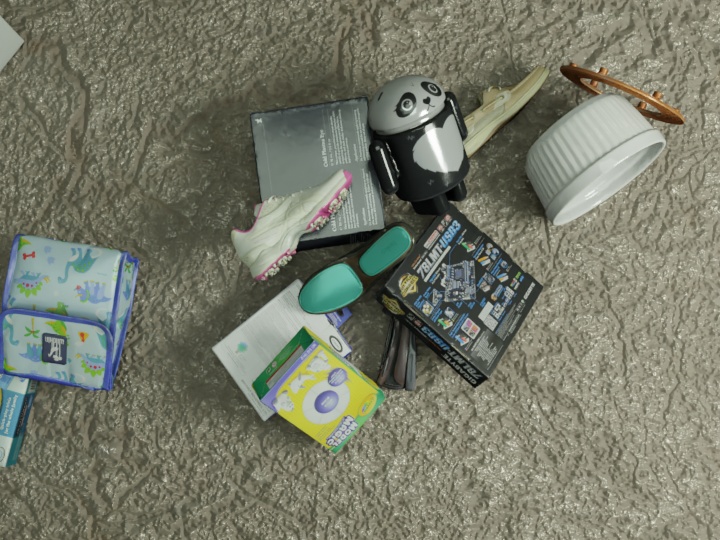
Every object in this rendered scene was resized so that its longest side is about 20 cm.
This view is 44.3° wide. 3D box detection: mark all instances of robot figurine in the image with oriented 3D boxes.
[{"bbox_3d":[0.087,-0.181,1.280,0.122,0.151,0.203,-15,114,18],"label":"robot figurine"}]

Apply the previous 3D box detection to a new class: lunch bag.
[{"bbox_3d":[-0.427,0.063,1.289,0.166,0.127,0.205,9,85,-2],"label":"lunch bag"}]

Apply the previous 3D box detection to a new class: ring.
[{"bbox_3d":[0.385,-0.262,1.299,0.197,0.200,0.020,25,98,1],"label":"ring"}]

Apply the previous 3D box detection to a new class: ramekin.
[{"bbox_3d":[0.334,-0.167,1.297,0.198,0.200,0.106,-32,75,-3],"label":"ramekin"}]

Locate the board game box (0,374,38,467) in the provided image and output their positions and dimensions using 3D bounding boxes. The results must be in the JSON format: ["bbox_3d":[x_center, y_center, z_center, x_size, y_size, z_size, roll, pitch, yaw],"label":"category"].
[{"bbox_3d":[-0.596,0.192,1.324,0.195,0.047,0.155,14,85,0],"label":"board game box"}]

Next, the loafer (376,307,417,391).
[{"bbox_3d":[0.056,0.078,1.332,0.061,0.072,0.206,1,88,3],"label":"loafer"}]

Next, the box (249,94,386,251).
[{"bbox_3d":[-0.063,-0.140,1.331,0.177,0.104,0.205,-7,85,-2],"label":"box"}]

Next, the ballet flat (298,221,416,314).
[{"bbox_3d":[0.000,0.000,1.281,0.198,0.068,0.069,-32,92,11],"label":"ballet flat"}]

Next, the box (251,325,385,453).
[{"bbox_3d":[-0.050,0.181,1.275,0.118,0.048,0.200,-47,129,2],"label":"box"}]

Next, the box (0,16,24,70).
[{"bbox_3d":[-0.614,-0.375,1.298,0.151,0.200,0.107,37,84,3],"label":"box"}]

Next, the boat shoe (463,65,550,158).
[{"bbox_3d":[0.206,-0.252,1.362,0.199,0.072,0.065,-43,88,2],"label":"boat shoe"}]

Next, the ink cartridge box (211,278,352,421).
[{"bbox_3d":[-0.102,0.109,1.322,0.199,0.076,0.137,-38,87,-3],"label":"ink cartridge box"}]

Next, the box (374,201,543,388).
[{"bbox_3d":[0.148,0.031,1.296,0.197,0.050,0.201,40,55,0],"label":"box"}]

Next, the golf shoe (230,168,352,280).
[{"bbox_3d":[-0.098,-0.081,1.239,0.200,0.075,0.092,-44,84,-5],"label":"golf shoe"}]
